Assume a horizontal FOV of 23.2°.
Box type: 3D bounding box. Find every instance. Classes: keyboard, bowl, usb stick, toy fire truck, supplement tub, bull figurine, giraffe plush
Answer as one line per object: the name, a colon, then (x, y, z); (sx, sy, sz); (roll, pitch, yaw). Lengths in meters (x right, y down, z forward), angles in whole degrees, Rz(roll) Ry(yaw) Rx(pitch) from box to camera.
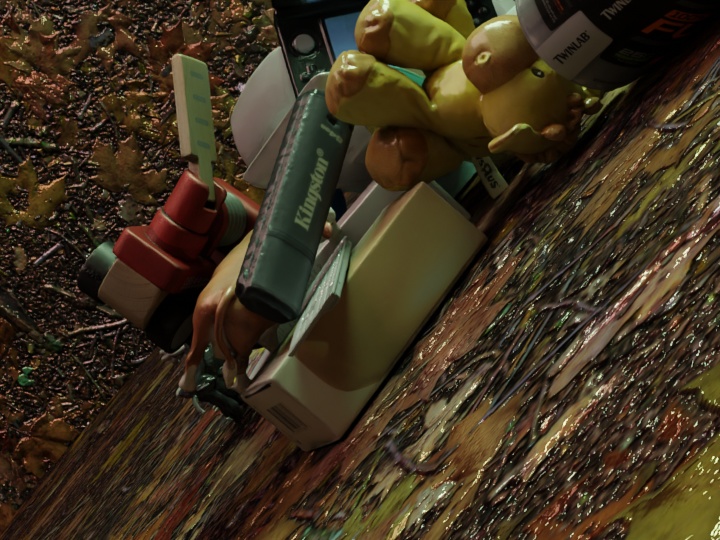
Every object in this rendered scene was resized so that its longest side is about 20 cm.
keyboard: (-0.030, 0.017, 1.303); (0.056, 0.011, 0.200); (-49, 6, 11)
bowl: (-0.014, -0.136, 1.674); (0.200, 0.198, 0.075); (132, 138, -59)
usb stick: (-0.048, -0.051, 1.337); (0.033, 0.055, 0.202); (-35, 32, 51)
toy fire truck: (-0.132, -0.056, 1.426); (0.201, 0.128, 0.176); (-59, -14, 12)
supplement tub: (0.205, -0.223, 1.219); (0.123, 0.122, 0.200); (-54, 8, -36)
bull figurine: (-0.080, 0.017, 1.387); (0.200, 0.065, 0.122); (-45, -25, -55)
giraffe plush: (0.097, -0.133, 1.335); (0.162, 0.200, 0.174); (-1, 55, 58)

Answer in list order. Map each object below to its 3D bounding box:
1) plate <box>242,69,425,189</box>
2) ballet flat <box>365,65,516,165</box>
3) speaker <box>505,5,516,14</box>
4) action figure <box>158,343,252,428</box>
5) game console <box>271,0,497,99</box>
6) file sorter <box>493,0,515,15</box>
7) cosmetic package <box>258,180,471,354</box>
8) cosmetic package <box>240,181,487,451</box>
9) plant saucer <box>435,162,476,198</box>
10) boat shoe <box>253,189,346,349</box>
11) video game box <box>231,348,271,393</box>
plate: (0.017, -0.119, 1.544); (0.198, 0.033, 0.200); (-6, -21, -27)
ballet flat: (0.057, -0.122, 1.448); (0.070, 0.198, 0.072); (-15, 72, 55)
speaker: (0.163, -0.210, 1.600); (0.081, 0.081, 0.200); (-53, 7, -26)
action figure: (-0.144, 0.098, 1.818); (0.102, 0.119, 0.200); (-33, 6, 36)
game console: (0.024, -0.244, 1.536); (0.198, 0.177, 0.117); (-13, -25, -7)
file sorter: (0.144, -0.302, 1.746); (0.125, 0.200, 0.139); (-46, 6, -12)
cosmetic package: (0.000, 0.000, 1.506); (0.200, 0.085, 0.108); (-50, 3, 1)
cosmetic package: (0.002, 0.036, 1.346); (0.201, 0.071, 0.105); (-53, 7, -21)
plant saucer: (0.076, -0.098, 1.737); (0.201, 0.039, 0.201); (-49, 8, 9)
boat shoe: (-0.079, -0.012, 1.638); (0.068, 0.084, 0.201); (-28, 23, 46)
video game box: (-0.042, 0.038, 1.687); (0.201, 0.047, 0.182); (-56, 10, -12)
